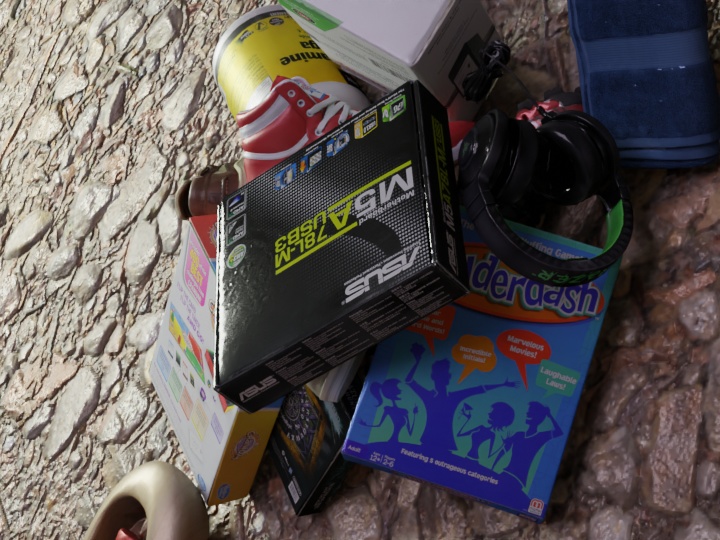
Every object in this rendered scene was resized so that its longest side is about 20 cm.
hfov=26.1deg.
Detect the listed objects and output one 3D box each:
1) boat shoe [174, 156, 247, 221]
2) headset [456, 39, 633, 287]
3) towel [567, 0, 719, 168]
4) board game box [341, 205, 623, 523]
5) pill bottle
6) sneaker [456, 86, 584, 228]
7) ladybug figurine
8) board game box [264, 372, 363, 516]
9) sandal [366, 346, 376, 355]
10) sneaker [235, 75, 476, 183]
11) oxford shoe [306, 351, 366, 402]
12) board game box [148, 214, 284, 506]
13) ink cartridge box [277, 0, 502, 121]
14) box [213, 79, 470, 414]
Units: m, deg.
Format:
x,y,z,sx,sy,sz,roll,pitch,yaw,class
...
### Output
x,y,z,sx,sy,sz,roll,pitch,yaw,class
-0.127,-0.067,1.381,0.202,0.075,0.075,172,101,-83,boat shoe
0.119,-0.075,1.123,0.094,0.123,0.201,-50,48,54,headset
0.200,-0.173,1.120,0.111,0.048,0.201,6,112,46,towel
0.089,0.063,1.123,0.152,0.045,0.201,17,78,7,board game box
-0.052,-0.143,1.389,0.112,0.112,0.200,-46,44,16,pill bottle
0.116,-0.054,1.207,0.200,0.071,0.098,-42,54,13,sneaker
-0.189,0.262,1.328,0.136,0.072,0.200,30,94,52,ladybug figurine
-0.055,0.079,1.263,0.200,0.028,0.135,64,144,29,board game box
0.024,0.037,1.218,0.200,0.075,0.048,9,44,37,sandal
-0.004,-0.117,1.253,0.199,0.071,0.113,-16,96,5,sneaker
0.000,0.000,1.166,0.058,0.075,0.200,25,83,9,oxford shoe
-0.118,0.076,1.297,0.153,0.040,0.200,61,146,34,board game box
0.026,-0.200,1.247,0.146,0.200,0.084,31,89,17,ink cartridge box
-0.019,-0.019,1.122,0.200,0.048,0.193,-29,38,26,box
